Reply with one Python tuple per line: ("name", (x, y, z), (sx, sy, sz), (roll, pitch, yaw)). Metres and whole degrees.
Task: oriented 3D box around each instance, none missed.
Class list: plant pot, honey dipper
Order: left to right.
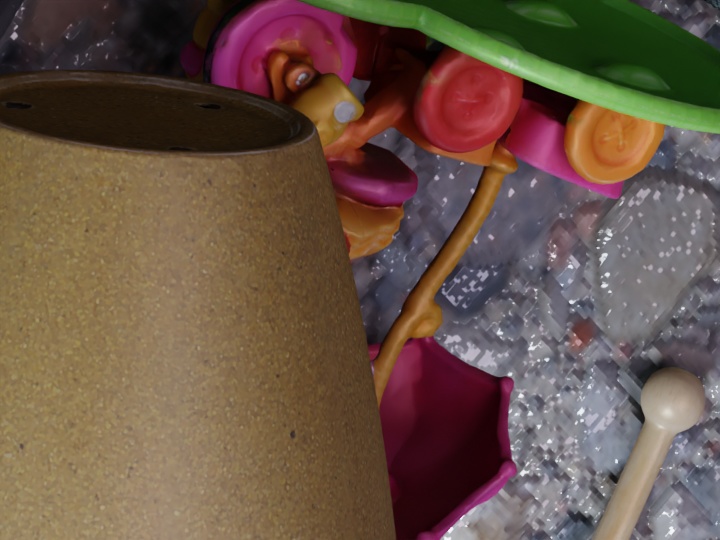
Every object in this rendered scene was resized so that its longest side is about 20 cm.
("plant pot", (-0.068, 0.055, 0.746), (0.185, 0.186, 0.201), (-2, 108, -27))
("honey dipper", (0.072, 0.127, 0.979), (0.038, 0.038, 0.201), (25, 90, -32))

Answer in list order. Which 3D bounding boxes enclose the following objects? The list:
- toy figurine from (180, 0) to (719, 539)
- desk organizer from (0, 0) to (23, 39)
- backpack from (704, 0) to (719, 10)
("toy figurine", (0.000, 0.000, 0.843), (0.199, 0.150, 0.185), (10, 110, -36))
("desk organizer", (-0.139, -0.072, 0.700), (0.076, 0.200, 0.072), (-7, 113, 8))
("backpack", (0.190, -0.139, 0.891), (0.200, 0.153, 0.177), (30, 85, -38))
